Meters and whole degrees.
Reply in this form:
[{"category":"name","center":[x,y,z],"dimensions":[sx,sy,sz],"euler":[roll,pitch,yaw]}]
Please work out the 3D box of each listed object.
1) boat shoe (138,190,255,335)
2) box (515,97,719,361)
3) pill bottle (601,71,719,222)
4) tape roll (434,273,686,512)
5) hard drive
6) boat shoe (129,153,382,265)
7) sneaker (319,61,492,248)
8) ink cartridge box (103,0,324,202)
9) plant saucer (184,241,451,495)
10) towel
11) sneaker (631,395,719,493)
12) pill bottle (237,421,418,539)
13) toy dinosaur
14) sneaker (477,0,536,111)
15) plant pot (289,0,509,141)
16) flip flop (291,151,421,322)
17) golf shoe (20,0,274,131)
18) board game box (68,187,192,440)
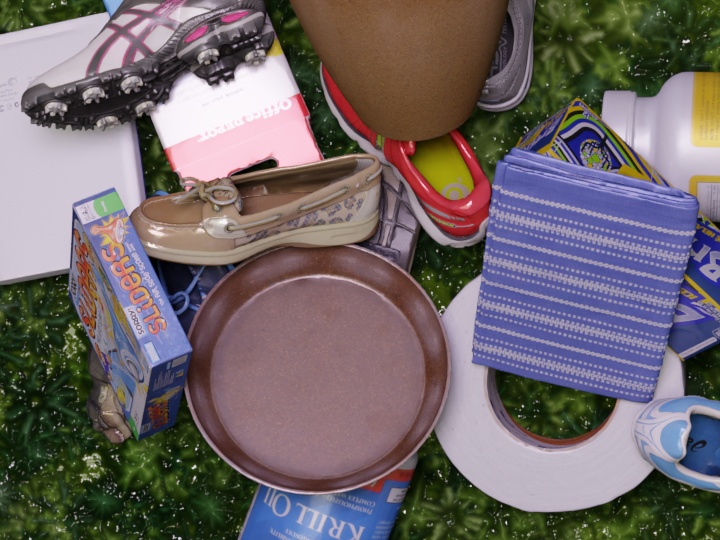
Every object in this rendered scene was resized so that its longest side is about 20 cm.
[{"category":"boat shoe","center":[-0.120,0.034,1.511],"dimensions":[0.069,0.084,0.200],"euler":[-36,98,-15]},{"category":"box","center":[0.198,-0.028,1.410],"dimensions":[0.200,0.064,0.070],"euler":[41,140,-13]},{"category":"pill bottle","center":[0.281,-0.091,1.442],"dimensions":[0.199,0.112,0.112],"euler":[3,93,10]},{"category":"tape roll","center":[0.151,0.084,1.496],"dimensions":[0.200,0.066,0.201],"euler":[0,92,11]},{"category":"hard drive","center":[-0.244,-0.098,1.564],"dimensions":[0.132,0.025,0.201],"euler":[-10,81,10]},{"category":"boat shoe","center":[-0.080,-0.052,1.451],"dimensions":[0.200,0.073,0.063],"euler":[-9,128,-22]},{"category":"sneaker","center":[0.042,-0.111,1.483],"dimensions":[0.077,0.085,0.200],"euler":[-36,73,-11]},{"category":"ink cartridge box","center":[-0.114,-0.149,1.524],"dimensions":[0.116,0.067,0.200],"euler":[-22,88,-1]},{"category":"plant saucer","center":[-0.032,0.075,1.453],"dimensions":[0.200,0.035,0.201],"euler":[0,69,0]},{"category":"towel","center":[0.158,0.006,1.395],"dimensions":[0.144,0.024,0.200],"euler":[14,132,9]},{"category":"sneaker","center":[0.296,0.140,1.437],"dimensions":[0.200,0.072,0.072],"euler":[12,98,-23]},{"category":"pill bottle","center":[-0.038,0.214,1.512],"dimensions":[0.112,0.112,0.200],"euler":[21,96,9]},{"category":"toy dinosaur","center":[-0.184,0.041,1.567],"dimensions":[0.088,0.047,0.201],"euler":[-2,89,17]},{"category":"sneaker","center":[0.105,-0.224,1.483],"dimensions":[0.075,0.082,0.201],"euler":[-5,91,10]},{"category":"plant pot","center":[0.029,-0.195,1.377],"dimensions":[0.186,0.187,0.200],"euler":[2,136,10]},{"category":"flip flop","center":[0.000,0.000,1.528],"dimensions":[0.081,0.058,0.200],"euler":[19,80,4]},{"category":"golf shoe","center":[-0.167,-0.169,1.465],"dimensions":[0.200,0.077,0.088],"euler":[-22,71,-4]},{"category":"board game box","center":[-0.175,0.037,1.444],"dimensions":[0.034,0.200,0.136],"euler":[-23,75,-16]}]
